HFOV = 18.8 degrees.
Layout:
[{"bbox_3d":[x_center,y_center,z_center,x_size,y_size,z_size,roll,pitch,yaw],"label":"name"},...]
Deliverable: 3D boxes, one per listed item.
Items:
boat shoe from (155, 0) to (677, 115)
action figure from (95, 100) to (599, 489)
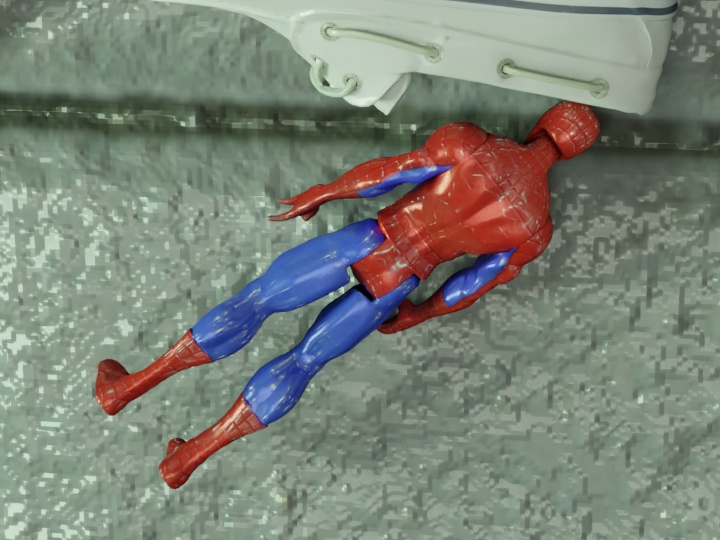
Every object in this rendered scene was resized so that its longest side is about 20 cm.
[{"bbox_3d":[0.006,-0.085,0.728,0.199,0.074,0.067,6,106,8],"label":"boat shoe"},{"bbox_3d":[0.000,0.000,0.772,0.200,0.052,0.066,-33,104,14],"label":"action figure"}]
